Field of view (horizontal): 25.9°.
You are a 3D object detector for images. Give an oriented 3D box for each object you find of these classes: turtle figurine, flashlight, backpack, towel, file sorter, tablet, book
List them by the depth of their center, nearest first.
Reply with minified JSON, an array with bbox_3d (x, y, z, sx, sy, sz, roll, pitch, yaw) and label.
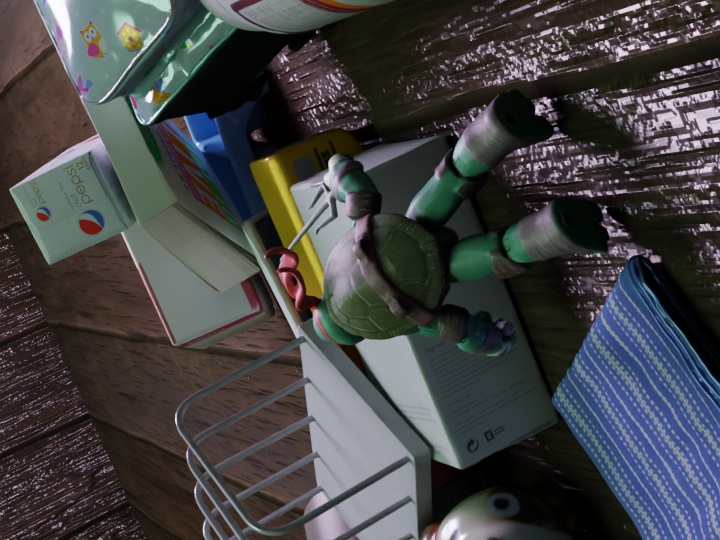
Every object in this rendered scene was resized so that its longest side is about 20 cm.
[{"bbox_3d":[0.163,0.091,0.859,0.145,0.024,0.200,58,161,21],"label":"towel"},{"bbox_3d":[0.034,-0.006,0.872,0.200,0.101,0.150,-35,97,37],"label":"turtle figurine"},{"bbox_3d":[-0.139,-0.217,1.063,0.176,0.153,0.200,-40,68,49],"label":"backpack"},{"bbox_3d":[-0.039,0.166,1.091,0.139,0.124,0.200,47,156,35],"label":"file sorter"},{"bbox_3d":[0.032,0.097,1.171,0.200,0.068,0.068,67,-167,8],"label":"flashlight"},{"bbox_3d":[-0.147,-0.070,1.188,0.134,0.048,0.200,62,-174,18],"label":"book"},{"bbox_3d":[-0.032,0.045,1.198,0.200,0.014,0.130,64,-170,-4],"label":"tablet"}]

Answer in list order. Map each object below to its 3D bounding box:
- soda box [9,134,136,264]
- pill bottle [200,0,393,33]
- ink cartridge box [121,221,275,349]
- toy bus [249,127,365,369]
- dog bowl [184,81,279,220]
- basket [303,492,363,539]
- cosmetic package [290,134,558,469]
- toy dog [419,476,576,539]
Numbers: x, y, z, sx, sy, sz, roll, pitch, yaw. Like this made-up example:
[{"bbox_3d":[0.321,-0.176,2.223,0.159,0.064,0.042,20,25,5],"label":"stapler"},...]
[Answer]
[{"bbox_3d":[-0.202,-0.065,1.196,0.200,0.068,0.064,-81,-34,-78],"label":"soda box"},{"bbox_3d":[-0.031,-0.192,0.882,0.110,0.110,0.200,68,161,-10],"label":"pill bottle"},{"bbox_3d":[-0.146,-0.009,1.396,0.200,0.083,0.145,70,174,-86],"label":"ink cartridge box"},{"bbox_3d":[0.000,0.000,1.099,0.200,0.078,0.065,67,162,-7],"label":"toy bus"},{"bbox_3d":[-0.101,-0.106,1.285,0.111,0.050,0.200,19,133,65],"label":"dog bowl"},{"bbox_3d":[0.042,0.258,1.221,0.136,0.180,0.200,102,151,-49],"label":"basket"},{"bbox_3d":[0.039,0.019,1.017,0.113,0.081,0.200,8,121,68],"label":"cosmetic package"},{"bbox_3d":[0.123,0.235,1.028,0.200,0.139,0.194,64,-162,-5],"label":"toy dog"}]
